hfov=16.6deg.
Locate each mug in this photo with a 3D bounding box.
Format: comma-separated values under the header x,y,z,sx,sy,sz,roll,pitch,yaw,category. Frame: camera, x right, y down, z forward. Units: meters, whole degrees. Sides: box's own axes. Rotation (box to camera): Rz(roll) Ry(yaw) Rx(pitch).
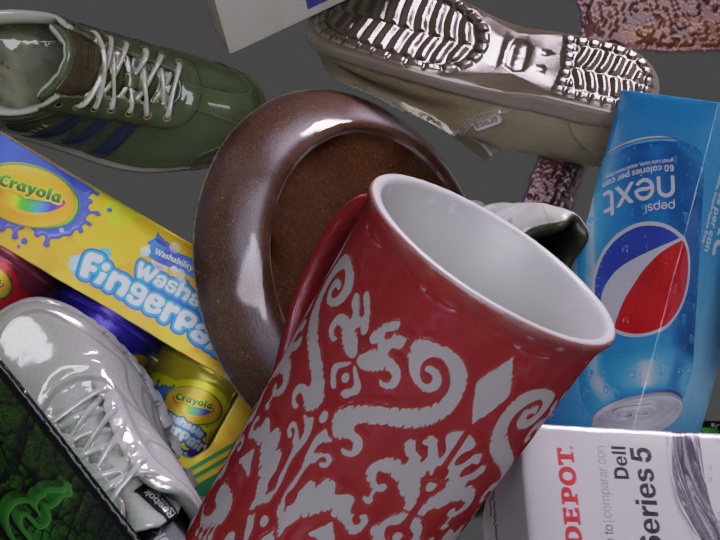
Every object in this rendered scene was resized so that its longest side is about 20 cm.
x,y,z,sx,sy,sz,roll,pitch,yaw,category
0.014,0.068,1.185,0.133,0.178,0.201,30,107,-6,mug

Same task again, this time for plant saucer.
x,y,z,sx,sy,sz,roll,pitch,yaw,category
0.000,0.000,1.307,0.199,0.032,0.202,9,76,-39,plant saucer

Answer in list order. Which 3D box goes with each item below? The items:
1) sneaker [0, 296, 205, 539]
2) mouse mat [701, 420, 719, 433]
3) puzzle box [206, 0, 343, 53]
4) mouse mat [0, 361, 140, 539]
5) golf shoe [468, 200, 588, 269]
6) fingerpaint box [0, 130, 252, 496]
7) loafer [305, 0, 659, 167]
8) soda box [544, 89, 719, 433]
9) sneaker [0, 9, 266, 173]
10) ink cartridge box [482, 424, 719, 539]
x,y,z,sx,sy,sz,roll,pitch,yaw,category
-0.120,0.098,1.239,0.075,0.081,0.201,-35,88,-6,sneaker
0.165,0.181,1.326,0.160,0.008,0.202,0,89,12,mouse mat
-0.035,-0.217,1.299,0.132,0.201,0.025,-26,49,-11,puzzle box
-0.181,0.136,1.244,0.161,0.200,0.008,52,50,0,mouse mat
0.058,0.049,1.263,0.078,0.097,0.201,32,63,-32,golf shoe
-0.150,0.050,1.320,0.199,0.073,0.167,31,80,0,fingerpaint box
0.063,-0.100,1.361,0.199,0.069,0.076,17,46,13,loafer
0.153,0.013,1.293,0.064,0.068,0.201,10,83,39,soda box
-0.148,-0.099,1.334,0.199,0.090,0.068,8,80,-4,sneaker
0.167,0.159,1.192,0.199,0.084,0.146,3,54,-9,ink cartridge box
